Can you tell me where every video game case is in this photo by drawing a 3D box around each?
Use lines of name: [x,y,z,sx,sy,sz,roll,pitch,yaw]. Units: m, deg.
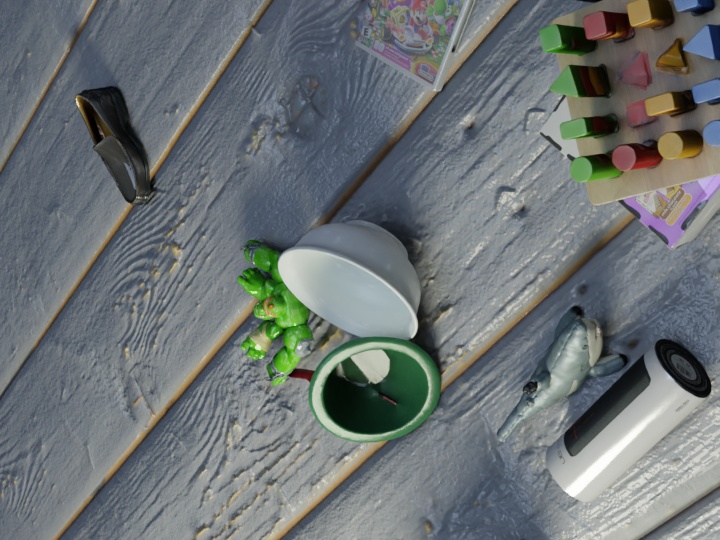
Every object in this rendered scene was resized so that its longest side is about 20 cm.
video game case: [0.078,-0.344,1.325,0.143,0.018,0.202,36,118,29]

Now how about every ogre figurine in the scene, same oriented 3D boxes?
ogre figurine: [-0.114,0.050,1.504,0.119,0.097,0.203,-19,61,54]

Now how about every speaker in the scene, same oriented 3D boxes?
speaker: [0.296,0.171,1.202,0.081,0.081,0.201,51,125,20]

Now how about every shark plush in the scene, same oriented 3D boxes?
shark plush: [0.213,0.120,1.256,0.200,0.083,0.091,-43,72,35]

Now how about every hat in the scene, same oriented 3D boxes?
hat: [-0.001,0.118,1.460,0.197,0.177,0.168,-4,119,-4]

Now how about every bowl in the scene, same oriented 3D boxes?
bowl: [0.000,0.000,1.376,0.199,0.202,0.091,8,58,37]

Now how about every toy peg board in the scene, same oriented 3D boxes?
toy peg board: [0.278,-0.180,1.050,0.198,0.097,0.203,-13,90,38]

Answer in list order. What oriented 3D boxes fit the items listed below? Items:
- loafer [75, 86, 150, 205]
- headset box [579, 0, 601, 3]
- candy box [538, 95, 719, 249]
loafer: [-0.393,-0.193,1.695,0.072,0.072,0.202,-32,79,36]
headset box: [0.271,-0.410,1.110,0.173,0.092,0.202,-29,79,38]
candy box: [0.314,-0.154,1.134,0.200,0.071,0.169,46,123,23]
